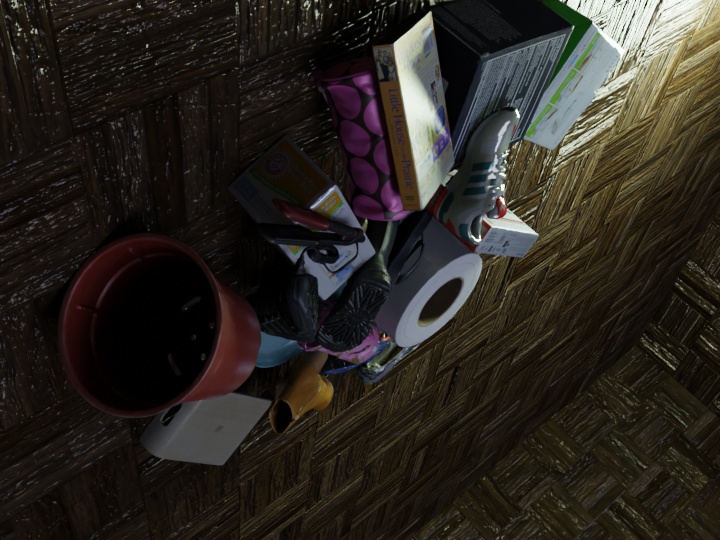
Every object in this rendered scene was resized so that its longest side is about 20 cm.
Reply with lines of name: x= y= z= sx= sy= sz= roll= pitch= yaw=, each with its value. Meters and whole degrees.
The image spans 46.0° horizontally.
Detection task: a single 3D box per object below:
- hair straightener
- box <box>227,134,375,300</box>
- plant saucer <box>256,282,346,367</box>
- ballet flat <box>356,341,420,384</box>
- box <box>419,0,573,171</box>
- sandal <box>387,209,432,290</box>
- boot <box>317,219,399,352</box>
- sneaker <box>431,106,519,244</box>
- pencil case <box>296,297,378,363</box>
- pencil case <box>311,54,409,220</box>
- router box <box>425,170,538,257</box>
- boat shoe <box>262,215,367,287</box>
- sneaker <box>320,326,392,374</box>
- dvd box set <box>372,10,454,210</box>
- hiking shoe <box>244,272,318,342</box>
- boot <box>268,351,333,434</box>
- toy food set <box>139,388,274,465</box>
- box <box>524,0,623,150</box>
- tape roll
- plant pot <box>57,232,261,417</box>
hair straightener: x=-0.059 y=-0.034 z=1.019 sx=0.077 sy=0.041 sz=0.199 roll=-54 pitch=154 yaw=15
box: x=-0.072 y=-0.064 z=1.111 sx=0.101 sy=0.113 sz=0.200 roll=-42 pitch=153 yaw=-5
plant saucer: x=-0.106 y=0.071 z=1.353 sx=0.199 sy=0.027 sz=0.201 roll=-36 pitch=152 yaw=-23
ballet flat: x=0.069 y=0.140 z=1.675 sx=0.200 sy=0.072 sz=0.072 roll=-43 pitch=154 yaw=-10
box: x=0.158 y=-0.262 z=1.169 sx=0.197 sy=0.123 sz=0.201 roll=-25 pitch=149 yaw=-36
sandal: x=0.056 y=-0.005 z=1.311 sx=0.042 sy=0.076 sz=0.202 roll=26 pitch=103 yaw=-16
boot: x=0.001 y=0.002 z=1.272 sx=0.072 sy=0.201 sz=0.182 roll=27 pitch=124 yaw=-20
sneaker: x=0.178 y=-0.124 z=1.155 sx=0.070 sy=0.093 sz=0.201 roll=-16 pitch=145 yaw=-47
pencil case: x=-0.036 y=0.101 z=1.380 sx=0.085 sy=0.084 sz=0.200 roll=-7 pitch=166 yaw=22
pencil case: x=0.006 y=-0.158 z=1.041 sx=0.091 sy=0.092 sz=0.202 roll=-73 pitch=153 yaw=-59
router box: x=0.176 y=-0.098 z=1.366 sx=0.199 sy=0.179 sz=0.049 roll=3 pitch=126 yaw=-57
boat shoe: x=-0.062 y=-0.007 z=1.243 sx=0.200 sy=0.071 sz=0.065 roll=-43 pitch=138 yaw=-2
sneaker: x=0.000 y=0.146 z=1.571 sx=0.199 sy=0.075 sz=0.079 roll=-24 pitch=150 yaw=-36
dvd box set: x=0.068 y=-0.194 z=1.024 sx=0.147 sy=0.029 sz=0.202 roll=-55 pitch=139 yaw=-52
hiking shoe: x=-0.106 y=0.055 z=1.112 sx=0.099 sy=0.077 sz=0.200 roll=2 pitch=161 yaw=-4
boot: x=-0.108 y=0.228 z=1.470 sx=0.145 sy=0.070 sz=0.202 roll=-55 pitch=162 yaw=-35
toy food set: x=-0.241 y=0.233 z=1.356 sx=0.144 sy=0.060 sz=0.199 roll=-51 pitch=146 yaw=9
box: x=0.308 y=-0.310 z=1.361 sx=0.176 sy=0.097 sz=0.201 roll=0 pitch=128 yaw=-57
tape roll: x=0.089 y=0.009 z=1.433 sx=0.202 sy=0.139 sz=0.204 roll=-36 pitch=153 yaw=-21
plant pot: x=-0.220 y=0.076 z=1.017 sx=0.201 sy=0.201 sz=0.195 roll=-47 pitch=162 yaw=2
